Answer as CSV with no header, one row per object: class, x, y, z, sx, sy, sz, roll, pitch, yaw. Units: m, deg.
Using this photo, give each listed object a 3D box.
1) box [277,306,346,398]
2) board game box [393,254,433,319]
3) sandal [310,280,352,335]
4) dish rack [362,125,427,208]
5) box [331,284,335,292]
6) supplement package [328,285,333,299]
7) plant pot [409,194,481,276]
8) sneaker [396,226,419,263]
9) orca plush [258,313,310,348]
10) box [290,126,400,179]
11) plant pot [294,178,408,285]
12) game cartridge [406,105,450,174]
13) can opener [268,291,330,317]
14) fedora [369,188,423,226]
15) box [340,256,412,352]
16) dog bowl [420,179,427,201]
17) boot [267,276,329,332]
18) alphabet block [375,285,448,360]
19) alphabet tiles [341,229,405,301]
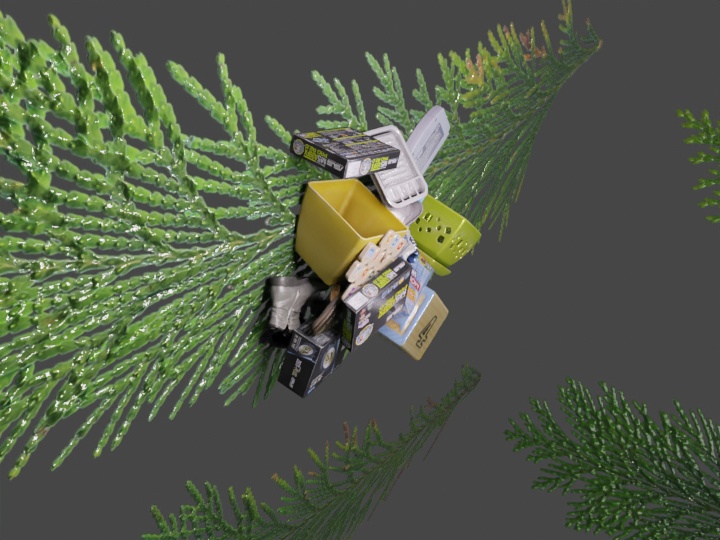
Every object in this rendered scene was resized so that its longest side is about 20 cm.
box,-0.104,0.196,1.618,0.200,0.085,0.166,-34,149,-58
board game box,0.107,0.019,1.759,0.200,0.061,0.202,45,45,-31
sandal,-0.052,0.067,1.516,0.200,0.054,0.082,-46,158,-9
dish rack,0.074,-0.253,1.594,0.043,0.203,0.171,-25,-179,45
box,0.000,0.000,1.663,0.048,0.121,0.202,46,43,-28
supplement package,0.020,0.046,1.818,0.199,0.116,0.119,-20,131,-52
plant pot,0.220,-0.104,1.936,0.183,0.198,0.199,-55,153,4
sneaker,0.114,-0.055,1.675,0.078,0.084,0.202,92,12,-53
orca plush,-0.169,0.169,1.665,0.107,0.071,0.199,-62,152,5
box,-0.030,-0.260,1.402,0.199,0.159,0.045,-22,134,-50
plant pot,-0.041,-0.083,1.531,0.199,0.200,0.178,-16,145,-53
game cartridge,0.178,-0.354,1.795,0.202,0.041,0.133,-56,148,-8
can opener,-0.145,0.090,1.636,0.199,0.066,0.054,-16,129,-53
fedora,0.055,-0.155,1.664,0.198,0.178,0.091,-31,118,9
box,0.037,0.081,1.528,0.199,0.044,0.162,-37,151,-31
dog bowl,0.117,-0.183,1.797,0.111,0.050,0.202,4,122,-54
boot,-0.154,0.082,1.569,0.198,0.067,0.134,1,90,-51
alphabet block,0.135,0.135,2.016,0.198,0.194,0.200,-55,153,-5
alphabet tiles,0.030,-0.004,1.489,0.197,0.015,0.200,-54,157,5
